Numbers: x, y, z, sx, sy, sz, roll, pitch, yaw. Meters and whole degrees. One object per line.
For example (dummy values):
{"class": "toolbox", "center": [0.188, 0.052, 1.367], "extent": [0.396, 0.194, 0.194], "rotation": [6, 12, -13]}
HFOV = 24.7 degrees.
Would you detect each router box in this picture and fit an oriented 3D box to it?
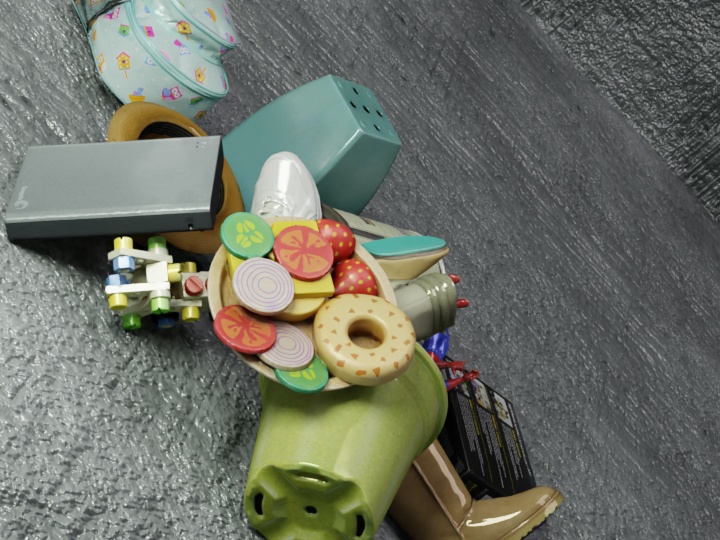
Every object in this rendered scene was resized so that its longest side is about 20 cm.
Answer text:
{"class": "router box", "center": [0.143, 0.212, 1.989], "extent": [0.149, 0.051, 0.201], "rotation": [36, 27, -33]}

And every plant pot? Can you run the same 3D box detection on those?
{"class": "plant pot", "center": [-0.061, -0.129, 1.947], "extent": [0.141, 0.200, 0.142], "rotation": [11, 43, -55]}
{"class": "plant pot", "center": [-0.029, 0.175, 1.599], "extent": [0.200, 0.200, 0.185], "rotation": [42, 36, -16]}

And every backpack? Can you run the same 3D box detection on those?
{"class": "backpack", "center": [-0.232, -0.268, 1.919], "extent": [0.175, 0.153, 0.202], "rotation": [31, 35, -47]}

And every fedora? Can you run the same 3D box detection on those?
{"class": "fedora", "center": [-0.214, -0.086, 1.760], "extent": [0.200, 0.082, 0.202], "rotation": [35, 35, -29]}

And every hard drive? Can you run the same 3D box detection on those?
{"class": "hard drive", "center": [-0.238, -0.081, 1.605], "extent": [0.140, 0.197, 0.033], "rotation": [-90, 176, -56]}

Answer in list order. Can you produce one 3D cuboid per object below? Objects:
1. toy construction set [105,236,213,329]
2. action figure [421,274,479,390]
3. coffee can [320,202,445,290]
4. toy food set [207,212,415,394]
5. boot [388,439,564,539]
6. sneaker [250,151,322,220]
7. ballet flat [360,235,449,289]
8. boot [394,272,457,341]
{"class": "toy construction set", "center": [-0.160, 0.020, 1.620], "extent": [0.198, 0.131, 0.093], "rotation": [14, 67, -14]}
{"class": "action figure", "center": [0.110, 0.093, 1.963], "extent": [0.066, 0.098, 0.201], "rotation": [64, 36, -37]}
{"class": "coffee can", "center": [-0.012, 0.009, 1.897], "extent": [0.199, 0.146, 0.147], "rotation": [14, 41, -54]}
{"class": "toy food set", "center": [-0.053, 0.029, 1.557], "extent": [0.196, 0.049, 0.202], "rotation": [-3, 59, -24]}
{"class": "boot", "center": [0.098, 0.218, 1.767], "extent": [0.201, 0.174, 0.066], "rotation": [55, -9, 7]}
{"class": "sneaker", "center": [-0.094, -0.030, 1.765], "extent": [0.099, 0.077, 0.203], "rotation": [17, 78, -74]}
{"class": "ballet flat", "center": [0.000, 0.000, 1.753], "extent": [0.198, 0.064, 0.069], "rotation": [-3, 18, -21]}
{"class": "boot", "center": [0.020, 0.071, 1.760], "extent": [0.073, 0.154, 0.200], "rotation": [60, -19, 10]}
